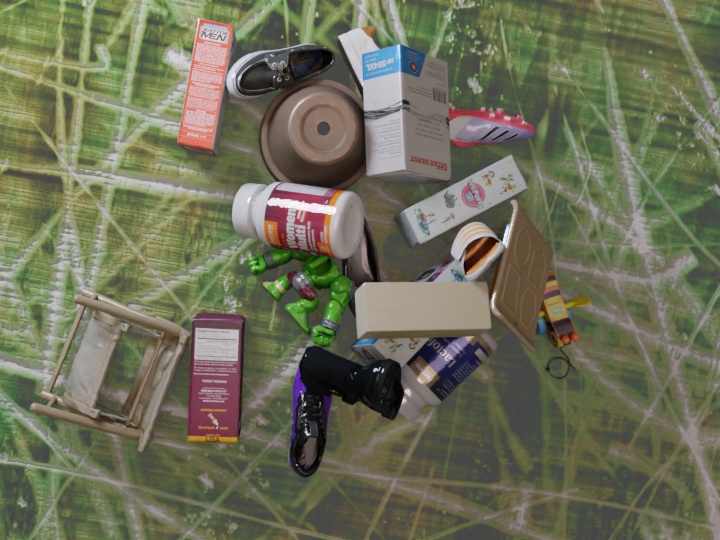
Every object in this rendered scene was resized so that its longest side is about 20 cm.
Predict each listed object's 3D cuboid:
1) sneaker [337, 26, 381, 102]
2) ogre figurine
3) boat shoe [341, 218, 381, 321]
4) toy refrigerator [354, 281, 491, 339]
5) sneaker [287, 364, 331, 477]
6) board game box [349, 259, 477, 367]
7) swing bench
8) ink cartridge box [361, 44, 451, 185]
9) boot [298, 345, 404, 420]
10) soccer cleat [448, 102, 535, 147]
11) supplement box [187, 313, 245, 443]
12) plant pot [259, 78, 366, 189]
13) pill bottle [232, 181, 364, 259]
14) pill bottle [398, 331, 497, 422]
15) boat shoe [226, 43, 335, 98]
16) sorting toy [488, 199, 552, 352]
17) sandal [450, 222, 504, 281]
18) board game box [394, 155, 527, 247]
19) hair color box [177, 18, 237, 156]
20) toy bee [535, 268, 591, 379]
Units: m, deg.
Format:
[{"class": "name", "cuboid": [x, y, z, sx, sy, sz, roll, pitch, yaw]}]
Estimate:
[{"class": "sneaker", "cuboid": [0.038, -0.320, 1.549, 0.084, 0.073, 0.202, -25, 96, -7]}, {"class": "ogre figurine", "cuboid": [-0.087, 0.023, 1.534, 0.120, 0.098, 0.200, -41, 52, -8]}, {"class": "boat shoe", "cuboid": [0.000, 0.000, 1.566, 0.066, 0.057, 0.202, -10, 94, -8]}, {"class": "toy refrigerator", "cuboid": [0.095, 0.062, 1.410, 0.198, 0.070, 0.077, -1, 76, -14]}, {"class": "sneaker", "cuboid": [-0.081, 0.254, 1.546, 0.069, 0.100, 0.202, 4, 92, -8]}, {"class": "board game box", "cuboid": [0.087, 0.077, 1.516, 0.064, 0.147, 0.200, 46, 75, -6]}, {"class": "swing bench", "cuboid": [-0.402, 0.160, 1.497, 0.198, 0.130, 0.201, 23, 89, -12]}, {"class": "ink cartridge box", "cuboid": [0.076, -0.247, 1.485, 0.084, 0.145, 0.202, -3, 86, 36]}, {"class": "boot", "cuboid": [-0.021, 0.167, 1.435, 0.167, 0.200, 0.077, 19, 73, 14]}, {"class": "soccer cleat", "cuboid": [0.201, -0.242, 1.582, 0.198, 0.067, 0.077, 7, 113, -9]}, {"class": "supplement box", "cuboid": [-0.238, 0.176, 1.521, 0.085, 0.110, 0.202, 2, 92, -6]}, {"class": "plant pot", "cuboid": [-0.068, -0.223, 1.492, 0.198, 0.175, 0.203, 0, 92, -5]}, {"class": "pill bottle", "cuboid": [-0.102, -0.086, 1.491, 0.198, 0.109, 0.111, 9, 92, 23]}, {"class": "pill bottle", "cuboid": [0.126, 0.156, 1.557, 0.200, 0.116, 0.116, -44, 96, -1]}, {"class": "boat shoe", "cuboid": [-0.128, -0.331, 1.494, 0.199, 0.056, 0.069, -29, 117, -34]}, {"class": "sorting toy", "cuboid": [0.259, 0.012, 1.489, 0.036, 0.185, 0.202, 1, 67, 31]}, {"class": "sandal", "cuboid": [0.176, -0.043, 1.461, 0.059, 0.207, 0.079, 42, 101, -9]}, {"class": "board game box", "cuboid": [0.163, -0.113, 1.527, 0.199, 0.148, 0.065, -29, 92, -4]}, {"class": "hair color box", "cuboid": [-0.250, -0.296, 1.499, 0.063, 0.111, 0.202, 11, 90, -5]}, {"class": "toy bee", "cuboid": [0.348, 0.086, 1.584, 0.131, 0.109, 0.201, -38, 96, -5]}]
